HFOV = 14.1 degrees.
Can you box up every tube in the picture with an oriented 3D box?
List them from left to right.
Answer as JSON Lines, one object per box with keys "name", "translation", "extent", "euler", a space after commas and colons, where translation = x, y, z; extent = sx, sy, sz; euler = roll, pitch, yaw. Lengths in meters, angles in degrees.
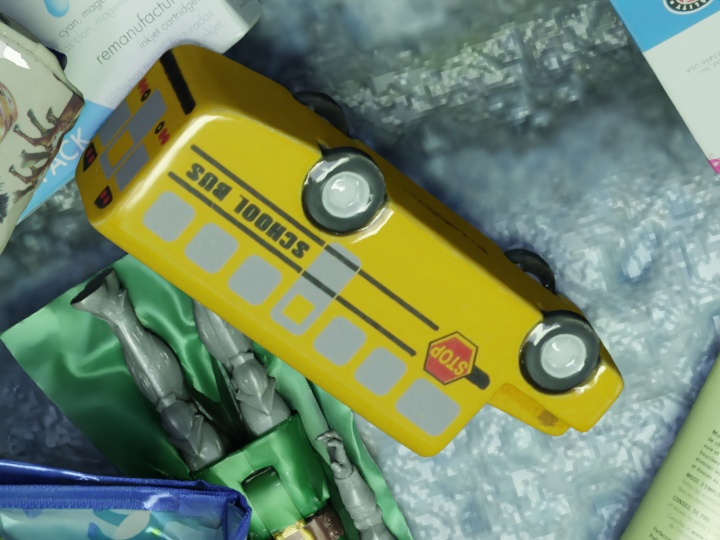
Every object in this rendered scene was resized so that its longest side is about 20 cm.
{"name": "tube", "translation": [0.128, 0.108, 1.096], "extent": [0.058, 0.052, 0.201], "euler": [23, 102, -43]}

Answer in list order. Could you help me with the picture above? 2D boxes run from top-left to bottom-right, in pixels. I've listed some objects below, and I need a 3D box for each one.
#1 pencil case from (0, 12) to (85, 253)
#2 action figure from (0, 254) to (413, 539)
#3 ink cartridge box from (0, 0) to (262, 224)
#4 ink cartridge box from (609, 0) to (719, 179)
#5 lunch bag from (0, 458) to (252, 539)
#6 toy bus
{"name": "pencil case", "translation": [-0.171, 0.000, 0.991], "extent": [0.078, 0.089, 0.201], "euler": [28, 91, -31]}
{"name": "action figure", "translation": [-0.035, 0.080, 1.099], "extent": [0.118, 0.055, 0.201], "euler": [-30, 102, 7]}
{"name": "ink cartridge box", "translation": [-0.143, -0.132, 1.054], "extent": [0.115, 0.068, 0.200], "euler": [-39, 96, 10]}
{"name": "ink cartridge box", "translation": [0.166, -0.080, 1.019], "extent": [0.116, 0.067, 0.200], "euler": [-30, 126, 9]}
{"name": "lunch bag", "translation": [-0.133, 0.162, 0.994], "extent": [0.127, 0.199, 0.171], "euler": [44, 131, 32]}
{"name": "toy bus", "translation": [0.000, 0.000, 1.038], "extent": [0.200, 0.065, 0.078], "euler": [36, 101, -26]}
